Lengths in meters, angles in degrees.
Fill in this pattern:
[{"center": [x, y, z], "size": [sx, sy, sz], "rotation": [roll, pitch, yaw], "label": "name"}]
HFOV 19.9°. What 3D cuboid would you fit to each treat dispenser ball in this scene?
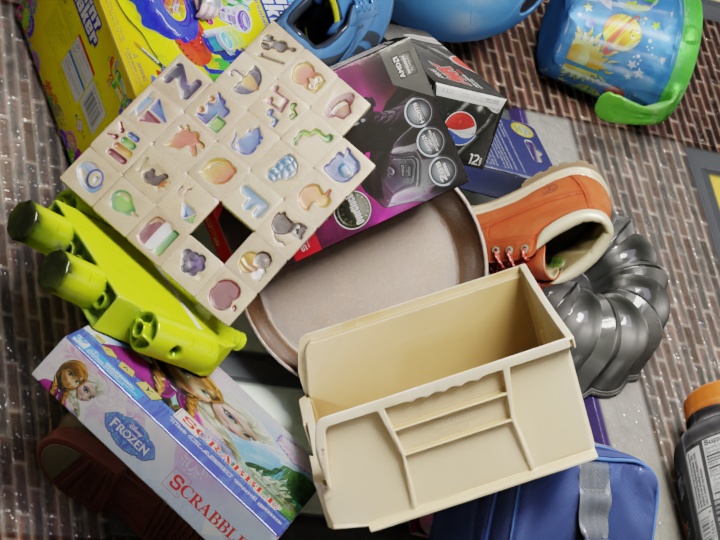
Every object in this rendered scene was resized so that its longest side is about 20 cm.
[{"center": [0.089, -0.310, 1.883], "size": [0.200, 0.201, 0.201], "rotation": [18, 49, -22], "label": "treat dispenser ball"}]

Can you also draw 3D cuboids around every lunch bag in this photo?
[{"center": [0.133, 0.221, 1.509], "size": [0.136, 0.132, 0.201], "rotation": [7, 90, -26], "label": "lunch bag"}]

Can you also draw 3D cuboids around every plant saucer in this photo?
[{"center": [0.000, 0.000, 1.615], "size": [0.200, 0.034, 0.201], "rotation": [1, 81, -9], "label": "plant saucer"}]

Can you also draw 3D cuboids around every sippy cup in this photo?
[{"center": [0.244, -0.221, 1.977], "size": [0.130, 0.140, 0.178], "rotation": [13, 12, -12], "label": "sippy cup"}]

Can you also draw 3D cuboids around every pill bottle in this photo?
[{"center": [0.323, 0.192, 1.723], "size": [0.106, 0.106, 0.200], "rotation": [14, 51, -25], "label": "pill bottle"}]

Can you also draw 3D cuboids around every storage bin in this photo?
[{"center": [0.054, 0.091, 1.487], "size": [0.200, 0.198, 0.094], "rotation": [-110, -178, -74], "label": "storage bin"}]

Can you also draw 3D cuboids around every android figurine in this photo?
[{"center": [-0.163, 0.012, 1.492], "size": [0.200, 0.041, 0.182], "rotation": [27, 18, -44], "label": "android figurine"}]

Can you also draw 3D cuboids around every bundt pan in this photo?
[{"center": [0.190, 0.009, 1.796], "size": [0.201, 0.076, 0.202], "rotation": [18, 49, -22], "label": "bundt pan"}]

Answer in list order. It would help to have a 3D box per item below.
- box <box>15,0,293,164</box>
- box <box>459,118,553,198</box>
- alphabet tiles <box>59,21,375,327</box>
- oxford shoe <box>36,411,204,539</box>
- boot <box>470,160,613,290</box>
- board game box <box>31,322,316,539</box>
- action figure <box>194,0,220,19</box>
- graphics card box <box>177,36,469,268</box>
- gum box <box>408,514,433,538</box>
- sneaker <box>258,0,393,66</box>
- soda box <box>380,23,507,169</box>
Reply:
[{"center": [-0.148, -0.168, 1.674], "size": [0.192, 0.122, 0.200], "rotation": [-4, 60, -37], "label": "box"}, {"center": [0.071, -0.113, 1.798], "size": [0.199, 0.032, 0.121], "rotation": [13, 27, -17], "label": "box"}, {"center": [-0.094, -0.084, 1.515], "size": [0.167, 0.008, 0.200], "rotation": [41, 75, 6], "label": "alphabet tiles"}, {"center": [-0.132, 0.159, 1.472], "size": [0.200, 0.070, 0.075], "rotation": [37, 42, -4], "label": "oxford shoe"}, {"center": [0.117, -0.011, 1.674], "size": [0.075, 0.200, 0.107], "rotation": [53, 12, -25], "label": "boot"}, {"center": [-0.121, 0.112, 1.464], "size": [0.200, 0.041, 0.200], "rotation": [43, 11, 1], "label": "board game box"}, {"center": [-0.078, -0.289, 1.632], "size": [0.200, 0.149, 0.134], "rotation": [-3, 65, -52], "label": "action figure"}, {"center": [-0.030, -0.084, 1.569], "size": [0.200, 0.051, 0.126], "rotation": [-24, 99, -12], "label": "graphics card box"}, {"center": [0.096, 0.131, 1.645], "size": [0.113, 0.066, 0.200], "rotation": [14, 51, -26], "label": "gum box"}, {"center": [-0.017, -0.204, 1.652], "size": [0.066, 0.078, 0.200], "rotation": [43, 42, 3], "label": "sneaker"}, {"center": [0.050, -0.151, 1.710], "size": [0.071, 0.063, 0.200], "rotation": [11, 19, -23], "label": "soda box"}]
